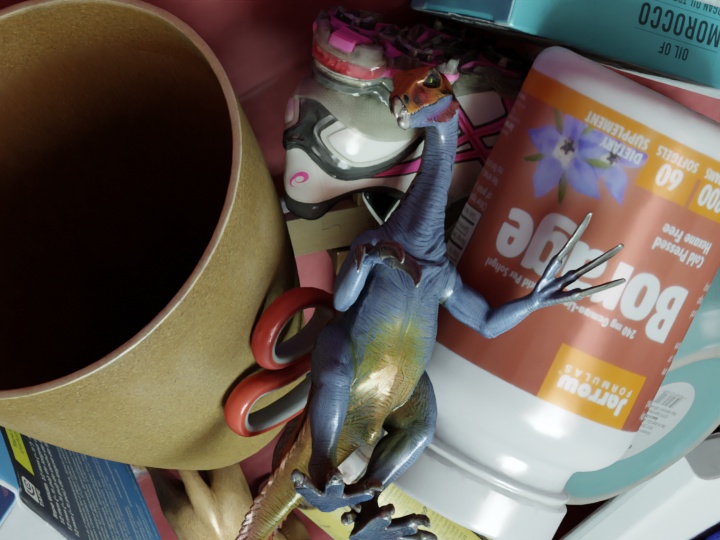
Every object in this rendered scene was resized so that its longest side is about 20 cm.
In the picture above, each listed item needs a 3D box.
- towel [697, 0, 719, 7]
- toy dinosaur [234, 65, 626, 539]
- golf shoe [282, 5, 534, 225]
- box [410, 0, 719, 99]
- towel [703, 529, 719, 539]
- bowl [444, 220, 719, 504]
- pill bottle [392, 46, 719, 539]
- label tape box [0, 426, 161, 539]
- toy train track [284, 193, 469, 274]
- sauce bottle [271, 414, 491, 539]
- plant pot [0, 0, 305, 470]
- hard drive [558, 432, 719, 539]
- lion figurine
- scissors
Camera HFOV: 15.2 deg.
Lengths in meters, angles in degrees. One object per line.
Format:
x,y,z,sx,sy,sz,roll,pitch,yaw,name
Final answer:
0.186,-0.196,1.169,0.199,0.048,0.172,10,94,-32,towel
0.000,0.013,1.107,0.199,0.183,0.105,-18,148,37,toy dinosaur
0.030,-0.063,1.205,0.200,0.072,0.093,0,115,-54,golf shoe
0.129,-0.116,1.228,0.199,0.082,0.049,13,93,-33,box
0.211,0.192,1.513,0.147,0.050,0.200,-32,156,7,towel
0.114,0.037,1.302,0.200,0.105,0.201,-26,151,-16,bowl
0.087,0.014,1.169,0.112,0.112,0.201,20,98,-36,pill bottle
-0.163,0.102,1.240,0.066,0.144,0.200,-36,134,8,label tape box
0.000,0.000,1.308,0.114,0.033,0.201,-11,132,-18,toy train track
0.040,0.140,1.349,0.065,0.065,0.200,-40,116,11,sauce bottle
-0.100,0.009,1.184,0.186,0.187,0.200,-33,146,4,plant pot
0.144,0.149,1.446,0.132,0.026,0.200,-6,149,-50,hard drive
-0.056,0.136,1.334,0.072,0.123,0.200,-39,133,11,lion figurine
0.013,0.012,1.189,0.200,0.014,0.073,-30,142,-43,scissors
